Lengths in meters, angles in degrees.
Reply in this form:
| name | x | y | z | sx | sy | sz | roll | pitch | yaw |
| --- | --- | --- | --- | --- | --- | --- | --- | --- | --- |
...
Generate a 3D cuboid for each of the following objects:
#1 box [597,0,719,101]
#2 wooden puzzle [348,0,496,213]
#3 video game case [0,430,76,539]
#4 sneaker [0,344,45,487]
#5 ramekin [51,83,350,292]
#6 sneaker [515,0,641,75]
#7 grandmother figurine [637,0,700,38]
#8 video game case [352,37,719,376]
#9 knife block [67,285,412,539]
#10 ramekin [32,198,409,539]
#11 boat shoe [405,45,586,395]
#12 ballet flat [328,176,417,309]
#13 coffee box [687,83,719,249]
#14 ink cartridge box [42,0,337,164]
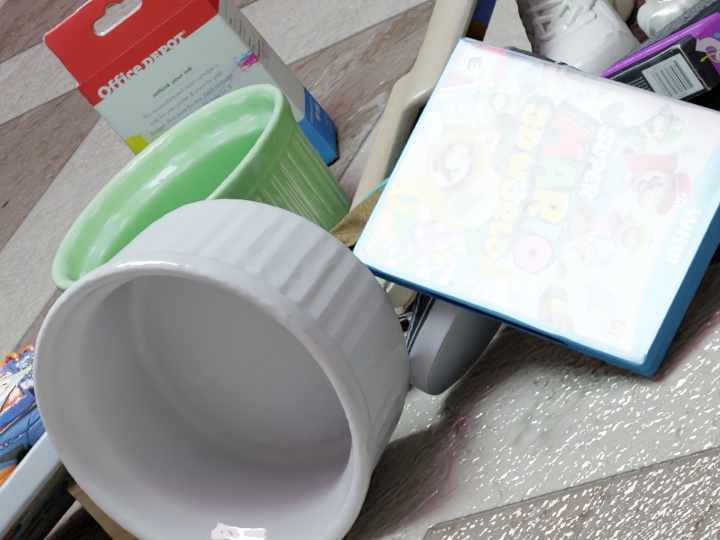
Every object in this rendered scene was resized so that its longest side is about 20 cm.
| name | x | y | z | sx | sy | sz | roll | pitch | yaw |
| --- | --- | --- | --- | --- | --- | --- | --- | --- | --- |
| box | 0.227 | -0.152 | 1.608 | 0.200 | 0.036 | 0.143 | -38 | 5 | -20 |
| wooden puzzle | 0.048 | -0.113 | 1.812 | 0.200 | 0.046 | 0.186 | 115 | 175 | -52 |
| video game case | -0.165 | 0.097 | 1.745 | 0.200 | 0.023 | 0.182 | -51 | -5 | -2 |
| sneaker | -0.217 | 0.080 | 1.725 | 0.200 | 0.078 | 0.075 | -51 | -4 | -13 |
| ramekin | -0.102 | -0.024 | 1.924 | 0.200 | 0.098 | 0.200 | -35 | 20 | 15 |
| sneaker | 0.124 | -0.166 | 1.812 | 0.078 | 0.099 | 0.200 | -33 | 21 | 13 |
| grandmother figurine | 0.195 | -0.219 | 1.780 | 0.121 | 0.060 | 0.201 | -38 | 39 | 41 |
| video game case | 0.103 | -0.038 | 1.519 | 0.200 | 0.018 | 0.143 | 20 | 78 | 36 |
| knife block | -0.060 | 0.081 | 1.678 | 0.200 | 0.064 | 0.175 | -49 | 21 | -21 |
| ramekin | -0.070 | 0.058 | 1.564 | 0.200 | 0.201 | 0.098 | -25 | 18 | 36 |
| boat shoe | 0.061 | -0.031 | 1.595 | 0.200 | 0.068 | 0.074 | -67 | -23 | 3 |
| ballet flat | 0.000 | 0.000 | 1.757 | 0.200 | 0.068 | 0.073 | -26 | 44 | 34 |
| coffee box | 0.202 | -0.066 | 1.547 | 0.200 | 0.044 | 0.123 | -33 | 20 | 18 |
| ink cartridge box | -0.121 | -0.133 | 2.036 | 0.116 | 0.200 | 0.067 | -35 | 21 | 14 |
